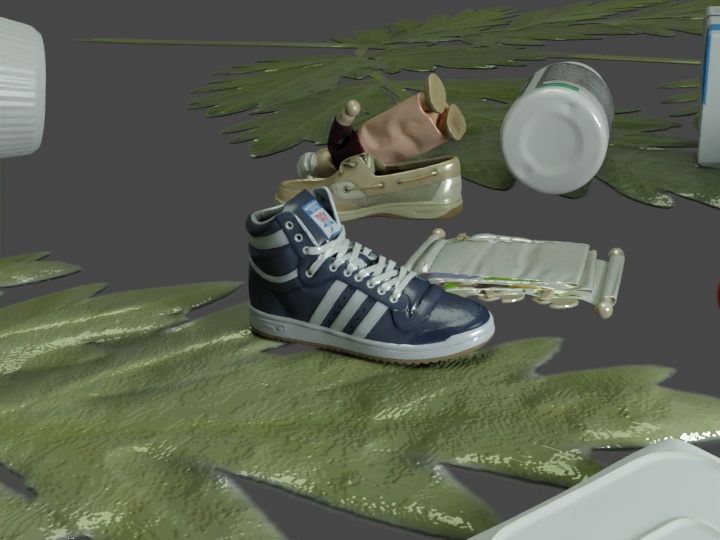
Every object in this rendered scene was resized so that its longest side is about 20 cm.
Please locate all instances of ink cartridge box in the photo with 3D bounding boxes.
[{"bbox_3d":[0.434,-0.217,1.121,0.082,0.147,0.200,3,23,18],"label":"ink cartridge box"}]

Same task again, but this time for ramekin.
[{"bbox_3d":[-0.487,-0.247,1.333,0.093,0.205,0.202,0,18,-26],"label":"ramekin"}]

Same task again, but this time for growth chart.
[{"bbox_3d":[0.125,-0.001,0.817,0.197,0.018,0.145,7,25,27],"label":"growth chart"}]

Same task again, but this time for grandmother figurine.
[{"bbox_3d":[0.014,-0.130,1.039,0.198,0.122,0.061,-19,24,33],"label":"grandmother figurine"}]

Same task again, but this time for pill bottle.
[{"bbox_3d":[0.222,-0.166,1.081,0.111,0.115,0.200,2,23,17],"label":"pill bottle"}]

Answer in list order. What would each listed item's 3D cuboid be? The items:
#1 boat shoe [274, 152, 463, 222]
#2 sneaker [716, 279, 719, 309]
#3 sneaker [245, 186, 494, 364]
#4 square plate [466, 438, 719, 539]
[{"bbox_3d":[0.006,-0.090,0.997,0.197,0.066,0.072,2,22,16],"label":"boat shoe"},{"bbox_3d":[0.355,0.008,0.672,0.198,0.075,0.087,7,23,28],"label":"sneaker"},{"bbox_3d":[0.000,0.000,0.714,0.197,0.110,0.070,6,24,24],"label":"sneaker"},{"bbox_3d":[0.150,0.143,0.435,0.196,0.029,0.199,-17,24,-29],"label":"square plate"}]
